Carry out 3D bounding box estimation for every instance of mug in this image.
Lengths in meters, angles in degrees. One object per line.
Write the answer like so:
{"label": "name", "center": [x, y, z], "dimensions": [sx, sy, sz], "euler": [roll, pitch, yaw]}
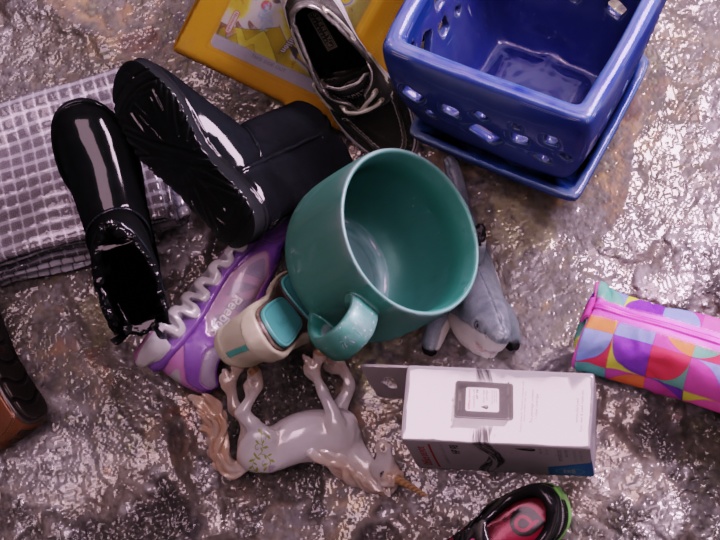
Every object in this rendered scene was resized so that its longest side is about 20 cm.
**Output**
{"label": "mug", "center": [-0.001, -0.011, 1.572], "dimensions": [0.184, 0.114, 0.153], "euler": [-21, 85, -42]}

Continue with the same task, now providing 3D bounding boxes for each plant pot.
{"label": "plant pot", "center": [0.150, -0.188, 1.623], "dimensions": [0.199, 0.180, 0.201], "euler": [23, 65, 15]}

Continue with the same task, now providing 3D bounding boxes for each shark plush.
{"label": "shark plush", "center": [0.108, -0.010, 1.632], "dimensions": [0.090, 0.083, 0.201], "euler": [7, 61, -5]}

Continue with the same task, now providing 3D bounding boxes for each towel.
{"label": "towel", "center": [-0.273, -0.091, 1.718], "dimensions": [0.198, 0.086, 0.167], "euler": [-17, 70, 3]}

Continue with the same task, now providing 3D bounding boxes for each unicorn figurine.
{"label": "unicorn figurine", "center": [-0.042, 0.139, 1.607], "dimensions": [0.198, 0.074, 0.139], "euler": [-10, 92, 13]}

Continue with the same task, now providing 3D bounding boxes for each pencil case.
{"label": "pencil case", "center": [0.283, 0.071, 1.577], "dimensions": [0.198, 0.088, 0.089], "euler": [14, 74, 14]}

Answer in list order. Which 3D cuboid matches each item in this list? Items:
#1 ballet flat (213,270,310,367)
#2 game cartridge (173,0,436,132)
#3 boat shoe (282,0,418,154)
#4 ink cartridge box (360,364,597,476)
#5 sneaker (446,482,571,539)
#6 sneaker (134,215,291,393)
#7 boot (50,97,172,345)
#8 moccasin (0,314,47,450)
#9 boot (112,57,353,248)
{"label": "ballet flat", "center": [-0.073, 0.045, 1.600], "dimensions": [0.069, 0.200, 0.070], "euler": [3, 100, 19]}
{"label": "game cartridge", "center": [-0.045, -0.233, 1.667], "dimensions": [0.199, 0.033, 0.177], "euler": [25, 116, -14]}
{"label": "boat shoe", "center": [-0.010, -0.168, 1.654], "dimensions": [0.070, 0.200, 0.064], "euler": [-30, 27, 13]}
{"label": "ink cartridge box", "center": [0.102, 0.129, 1.568], "dimensions": [0.198, 0.116, 0.067], "euler": [2, 73, 10]}
{"label": "sneaker", "center": [0.092, 0.245, 1.546], "dimensions": [0.200, 0.084, 0.077], "euler": [-44, 70, -7]}
{"label": "sneaker", "center": [-0.113, 0.033, 1.659], "dimensions": [0.088, 0.080, 0.200], "euler": [41, 71, -2]}
{"label": "boot", "center": [-0.215, -0.042, 1.579], "dimensions": [0.073, 0.163, 0.200], "euler": [-17, 107, -2]}
{"label": "moccasin", "center": [-0.361, 0.068, 1.678], "dimensions": [0.077, 0.074, 0.202], "euler": [-32, 88, 27]}
{"label": "boot", "center": [-0.110, -0.121, 1.640], "dimensions": [0.200, 0.168, 0.076], "euler": [49, 128, 8]}
